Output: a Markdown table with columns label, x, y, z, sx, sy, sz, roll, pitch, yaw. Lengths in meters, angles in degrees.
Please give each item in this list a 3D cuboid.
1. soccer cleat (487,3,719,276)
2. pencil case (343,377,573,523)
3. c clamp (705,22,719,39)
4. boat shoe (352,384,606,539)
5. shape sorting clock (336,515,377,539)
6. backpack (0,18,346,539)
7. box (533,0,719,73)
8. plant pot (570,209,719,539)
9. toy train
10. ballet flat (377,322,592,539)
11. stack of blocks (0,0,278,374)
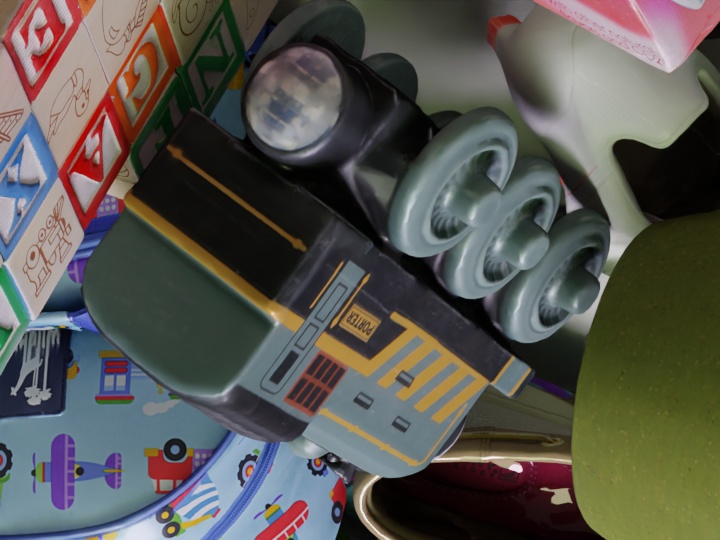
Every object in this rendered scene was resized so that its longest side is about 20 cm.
| label | x | y | z | sx | sy | sz | roll | pitch | yaw |
| --- | --- | --- | --- | --- | --- | --- | --- | --- | --- |
| soccer cleat | 0.098 | -0.027 | 0.852 | 0.069 | 0.078 | 0.200 | -43 | 150 | 1 |
| pencil case | 0.068 | 0.078 | 1.053 | 0.200 | 0.093 | 0.085 | 26 | 133 | -28 |
| c clamp | 0.091 | -0.126 | 0.765 | 0.170 | 0.027 | 0.200 | -14 | 145 | 32 |
| boat shoe | 0.091 | 0.088 | 0.871 | 0.199 | 0.066 | 0.074 | 12 | 118 | 14 |
| shape sorting clock | -0.010 | 0.107 | 1.042 | 0.200 | 0.200 | 0.039 | 26 | 107 | -29 |
| backpack | -0.090 | 0.026 | 0.889 | 0.182 | 0.201 | 0.135 | -3 | 149 | 17 |
| box | 0.012 | -0.141 | 0.591 | 0.200 | 0.095 | 0.103 | 35 | 170 | 39 |
| plant pot | 0.167 | 0.050 | 0.751 | 0.199 | 0.188 | 0.187 | 11 | 154 | 26 |
| toy train | 0.000 | 0.000 | 0.779 | 0.085 | 0.114 | 0.200 | 38 | -179 | 24 |
| ballet flat | 0.084 | 0.053 | 0.928 | 0.069 | 0.070 | 0.200 | 30 | 123 | -35 |
| stack of blocks | -0.084 | -0.067 | 0.721 | 0.058 | 0.200 | 0.115 | 18 | 153 | 20 |
